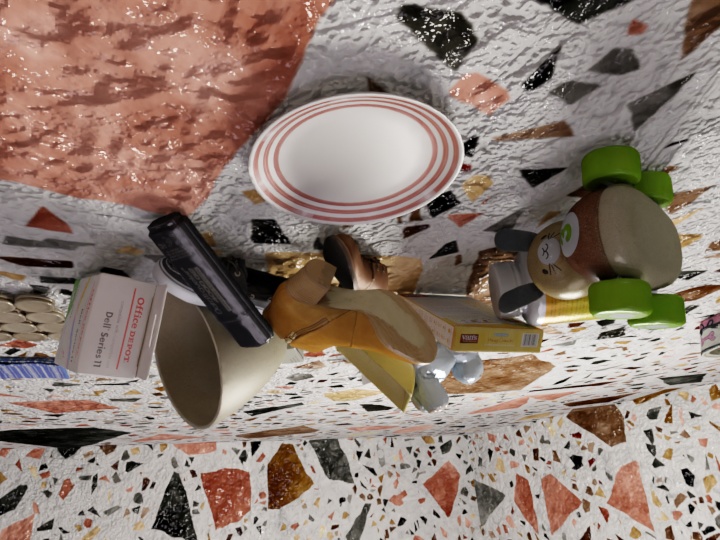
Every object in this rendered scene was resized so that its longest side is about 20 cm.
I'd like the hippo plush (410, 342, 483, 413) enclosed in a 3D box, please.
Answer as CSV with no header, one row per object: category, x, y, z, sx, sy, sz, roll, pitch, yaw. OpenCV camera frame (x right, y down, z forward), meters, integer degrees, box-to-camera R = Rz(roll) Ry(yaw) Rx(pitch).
hippo plush,0.156,0.171,1.024,0.161,0.200,0.159,-23,-169,-18

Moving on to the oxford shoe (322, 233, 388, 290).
oxford shoe,0.000,0.000,0.684,0.071,0.071,0.200,-35,154,-8

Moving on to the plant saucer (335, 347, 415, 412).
plant saucer,0.028,0.165,0.949,0.048,0.200,0.200,-44,163,-15

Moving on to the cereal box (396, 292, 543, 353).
cereal box,0.154,0.075,0.769,0.144,0.040,0.200,4,-171,-19

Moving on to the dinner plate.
dinner plate,-0.004,-0.101,0.480,0.200,0.024,0.200,-5,157,-2

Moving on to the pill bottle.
pill bottle,0.285,0.017,0.701,0.200,0.109,0.109,-7,156,3

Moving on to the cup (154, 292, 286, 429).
cup,-0.195,0.111,0.751,0.143,0.201,0.200,-13,167,-44

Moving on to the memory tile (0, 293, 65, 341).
memory tile,-0.527,0.073,0.773,0.153,0.017,0.200,1,156,-15

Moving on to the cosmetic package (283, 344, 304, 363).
cosmetic package,-0.205,0.125,0.890,0.200,0.071,0.105,-6,157,2

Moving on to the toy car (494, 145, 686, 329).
toy car,0.233,-0.018,0.575,0.158,0.165,0.200,14,162,-37

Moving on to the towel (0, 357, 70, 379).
towel,-0.704,0.202,1.020,0.200,0.024,0.145,5,155,-22

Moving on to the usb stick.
usb stick,-0.171,0.019,0.599,0.055,0.033,0.200,-12,126,26

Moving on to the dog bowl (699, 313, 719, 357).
dog bowl,0.866,0.136,1.142,0.200,0.074,0.200,-4,157,-2

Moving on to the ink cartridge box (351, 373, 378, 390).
ink cartridge box,0.080,0.230,1.194,0.200,0.068,0.116,-27,148,38

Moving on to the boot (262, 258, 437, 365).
boot,-0.018,0.074,0.640,0.201,0.071,0.144,34,138,-8

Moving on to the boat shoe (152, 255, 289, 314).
boat shoe,-0.161,0.014,0.661,0.200,0.070,0.066,24,116,-30

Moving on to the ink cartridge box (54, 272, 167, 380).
ink cartridge box,-0.307,0.067,0.617,0.067,0.117,0.200,17,165,-37
